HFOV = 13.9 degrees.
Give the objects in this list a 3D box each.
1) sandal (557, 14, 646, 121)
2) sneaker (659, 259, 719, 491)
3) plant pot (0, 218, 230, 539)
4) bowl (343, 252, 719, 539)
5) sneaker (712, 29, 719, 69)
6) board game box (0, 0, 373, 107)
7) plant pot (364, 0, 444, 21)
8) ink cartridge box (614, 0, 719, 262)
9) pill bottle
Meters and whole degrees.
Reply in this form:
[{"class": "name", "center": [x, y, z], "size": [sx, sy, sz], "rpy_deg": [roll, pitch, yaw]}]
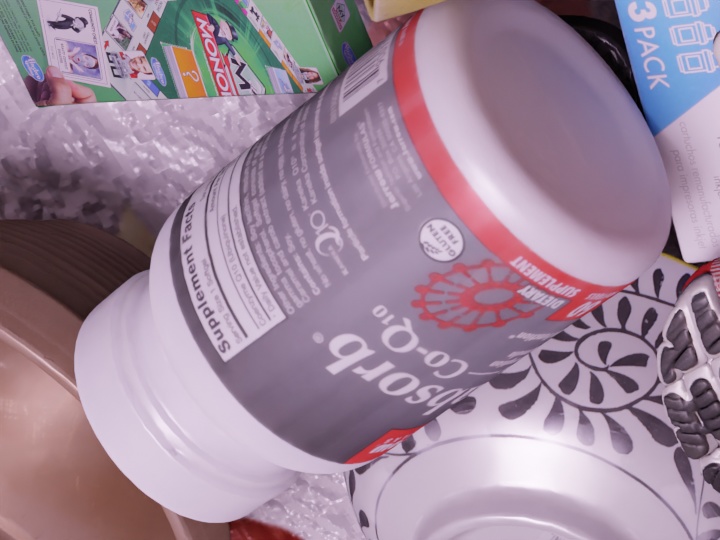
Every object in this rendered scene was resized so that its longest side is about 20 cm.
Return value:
[{"class": "sandal", "center": [0.062, -0.029, 1.107], "size": [0.075, 0.045, 0.200], "rpy_deg": [27, 140, 11]}, {"class": "sneaker", "center": [0.181, 0.053, 1.057], "size": [0.077, 0.085, 0.200], "rpy_deg": [-28, 124, 37]}, {"class": "plant pot", "center": [-0.121, 0.046, 1.168], "size": [0.201, 0.093, 0.201], "rpy_deg": [26, 146, 19]}, {"class": "bowl", "center": [0.073, 0.088, 1.110], "size": [0.201, 0.094, 0.201], "rpy_deg": [10, 136, 10]}, {"class": "sneaker", "center": [0.175, -0.063, 0.884], "size": [0.200, 0.077, 0.085], "rpy_deg": [134, 122, -70]}, {"class": "board game box", "center": [-0.090, -0.143, 1.015], "size": [0.135, 0.029, 0.200], "rpy_deg": [-1, 132, 28]}, {"class": "plant pot", "center": [0.057, -0.188, 0.932], "size": [0.142, 0.200, 0.200], "rpy_deg": [-9, 119, -1]}, {"class": "ink cartridge box", "center": [0.198, -0.076, 1.002], "size": [0.200, 0.068, 0.115], "rpy_deg": [-6, 118, 25]}, {"class": "pill bottle", "center": [0.000, 0.000, 1.024], "size": [0.200, 0.116, 0.116], "rpy_deg": [-37, 102, 32]}]
